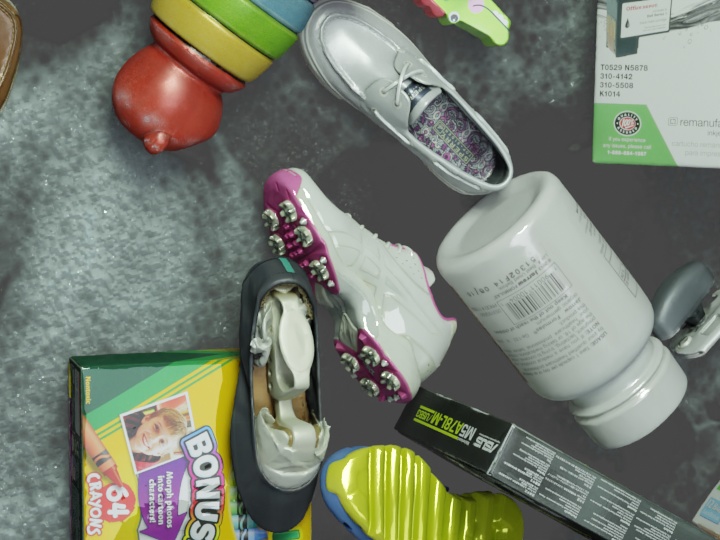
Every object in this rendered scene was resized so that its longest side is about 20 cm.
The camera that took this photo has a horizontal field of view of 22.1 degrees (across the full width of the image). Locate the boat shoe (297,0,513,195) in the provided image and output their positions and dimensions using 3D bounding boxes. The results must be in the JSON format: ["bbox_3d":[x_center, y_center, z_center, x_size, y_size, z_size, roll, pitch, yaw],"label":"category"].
[{"bbox_3d":[0.036,-0.126,1.369,0.072,0.068,0.200,-45,108,-9],"label":"boat shoe"}]

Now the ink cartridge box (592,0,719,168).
[{"bbox_3d":[0.256,-0.180,1.392,0.084,0.145,0.202,-9,101,-57],"label":"ink cartridge box"}]

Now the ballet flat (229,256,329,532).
[{"bbox_3d":[-0.055,0.092,1.304,0.072,0.073,0.202,-2,95,-19],"label":"ballet flat"}]

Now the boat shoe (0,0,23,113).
[{"bbox_3d":[-0.288,-0.101,1.261,0.072,0.068,0.201,29,85,-18],"label":"boat shoe"}]

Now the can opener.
[{"bbox_3d":[0.312,-0.012,1.485,0.200,0.053,0.067,-48,109,-10],"label":"can opener"}]

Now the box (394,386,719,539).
[{"bbox_3d":[0.143,0.160,1.372,0.199,0.193,0.048,30,87,-20],"label":"box"}]

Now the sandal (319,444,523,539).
[{"bbox_3d":[0.033,0.183,1.370,0.200,0.087,0.080,32,63,-43],"label":"sandal"}]

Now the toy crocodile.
[{"bbox_3d":[0.035,-0.236,1.359,0.062,0.067,0.200,-45,106,-3],"label":"toy crocodile"}]

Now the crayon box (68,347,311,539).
[{"bbox_3d":[-0.124,0.161,1.352,0.171,0.058,0.202,-2,97,-19],"label":"crayon box"}]

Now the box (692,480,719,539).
[{"bbox_3d":[0.388,0.234,1.507,0.200,0.112,0.102,40,84,-18],"label":"box"}]

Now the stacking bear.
[{"bbox_3d":[-0.099,-0.173,1.300,0.201,0.121,0.113,-54,139,6],"label":"stacking bear"}]

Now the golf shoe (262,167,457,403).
[{"bbox_3d":[0.000,0.000,1.379,0.091,0.075,0.201,-40,109,-27],"label":"golf shoe"}]

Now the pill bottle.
[{"bbox_3d":[0.158,0.034,1.405,0.114,0.114,0.200,-42,107,-10],"label":"pill bottle"}]
